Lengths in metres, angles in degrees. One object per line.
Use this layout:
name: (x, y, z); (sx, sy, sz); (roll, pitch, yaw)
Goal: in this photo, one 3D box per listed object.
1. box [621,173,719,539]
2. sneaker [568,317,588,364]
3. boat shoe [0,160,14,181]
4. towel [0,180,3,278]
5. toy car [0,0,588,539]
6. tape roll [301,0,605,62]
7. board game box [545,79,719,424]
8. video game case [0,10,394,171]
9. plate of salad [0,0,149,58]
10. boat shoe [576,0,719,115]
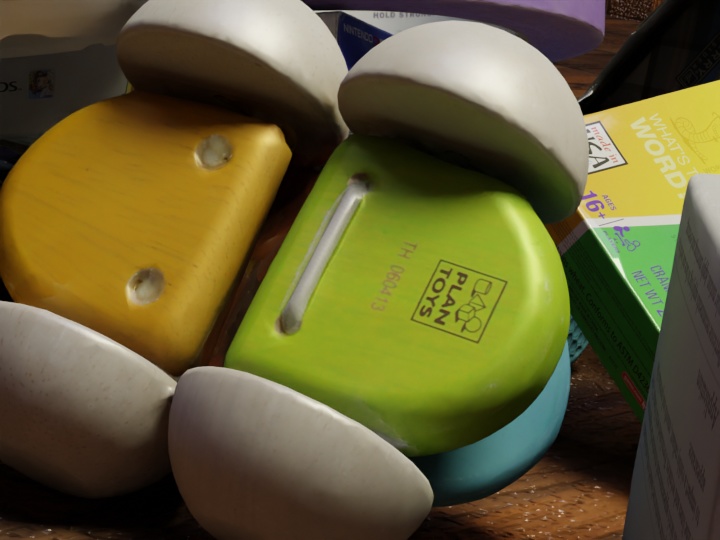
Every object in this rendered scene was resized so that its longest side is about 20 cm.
box: (0.180, 0.064, 0.578); (0.199, 0.131, 0.199); (9, 12, 2)
sneaker: (0.000, 0.000, 0.899); (0.130, 0.080, 0.200); (20, 6, 37)
boat shoe: (-0.250, -0.050, 0.983); (0.199, 0.062, 0.075); (5, 3, -37)
towel: (-0.168, -0.034, 0.841); (0.192, 0.035, 0.200); (24, -1, 17)
toy car: (-0.017, 0.014, 0.696); (0.199, 0.175, 0.150); (15, -23, 30)
tape roll: (0.001, -0.136, 0.884); (0.199, 0.085, 0.200); (2, -3, 0)
board game box: (0.173, -0.007, 0.817); (0.199, 0.040, 0.153); (-17, 60, -28)
video game case: (-0.057, -0.069, 0.919); (0.181, 0.046, 0.200); (-3, -5, 20)
plate of salad: (-0.154, -0.098, 0.753); (0.199, 0.048, 0.200); (-5, 3, 0)
boat shoe: (0.116, -0.056, 0.948); (0.066, 0.200, 0.070); (5, 44, -54)
